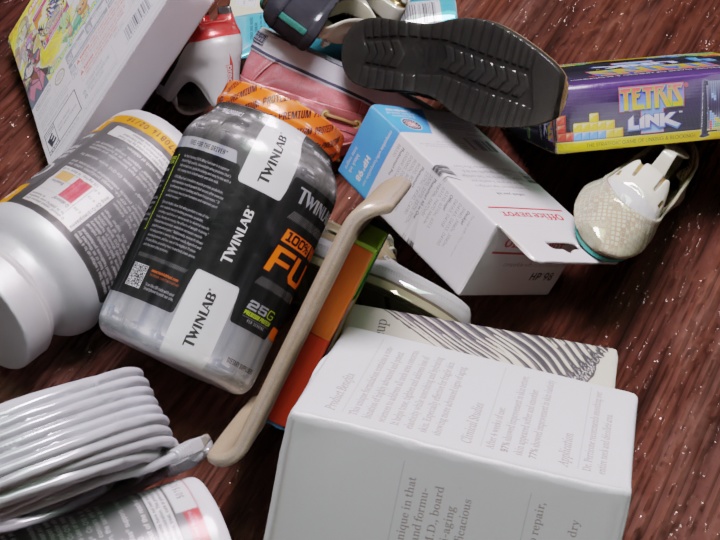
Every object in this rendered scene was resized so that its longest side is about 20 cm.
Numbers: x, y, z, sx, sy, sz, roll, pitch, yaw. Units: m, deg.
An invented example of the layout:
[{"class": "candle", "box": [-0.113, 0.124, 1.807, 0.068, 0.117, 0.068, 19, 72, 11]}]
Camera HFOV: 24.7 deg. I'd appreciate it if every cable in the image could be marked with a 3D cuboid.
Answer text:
[{"class": "cable", "box": [-0.214, 0.124, 1.028, 0.200, 0.199, 0.070, -2, 68, -63]}]

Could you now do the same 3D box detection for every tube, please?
[{"class": "tube", "box": [-0.015, -0.207, 1.425, 0.198, 0.051, 0.078, -3, 29, -2]}]

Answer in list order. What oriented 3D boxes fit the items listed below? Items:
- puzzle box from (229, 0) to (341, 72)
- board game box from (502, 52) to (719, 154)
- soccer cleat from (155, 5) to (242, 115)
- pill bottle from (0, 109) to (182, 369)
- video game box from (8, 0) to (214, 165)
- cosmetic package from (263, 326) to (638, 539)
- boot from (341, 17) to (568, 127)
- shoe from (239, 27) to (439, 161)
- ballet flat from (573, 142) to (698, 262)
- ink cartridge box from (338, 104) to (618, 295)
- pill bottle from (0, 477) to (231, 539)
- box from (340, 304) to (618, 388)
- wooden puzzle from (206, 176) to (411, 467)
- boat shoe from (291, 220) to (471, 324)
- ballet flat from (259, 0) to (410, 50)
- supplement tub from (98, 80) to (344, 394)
[{"class": "puzzle box", "box": [-0.051, -0.250, 1.510, 0.132, 0.026, 0.201, 5, 46, 0]}, {"class": "board game box", "box": [0.229, -0.141, 1.352, 0.198, 0.057, 0.165, -6, 11, -10]}, {"class": "soccer cleat", "box": [-0.156, -0.172, 1.375, 0.068, 0.086, 0.199, -12, 10, -32]}, {"class": "pill bottle", "box": [-0.210, -0.024, 1.223, 0.116, 0.117, 0.200, 30, 51, 23]}, {"class": "video game box", "box": [-0.210, -0.204, 1.347, 0.047, 0.200, 0.183, 14, 37, -40]}, {"class": "cosmetic package", "box": [0.055, 0.153, 1.004, 0.198, 0.168, 0.167, 13, 18, 8]}, {"class": "boot", "box": [0.103, -0.159, 1.303, 0.199, 0.078, 0.138, 23, 14, 35]}, {"class": "shoe", "box": [-0.014, -0.120, 1.366, 0.199, 0.092, 0.072, 23, 11, -18]}, {"class": "ballet flat", "box": [0.218, -0.066, 1.283, 0.067, 0.063, 0.200, 36, 29, 8]}, {"class": "ink cartridge box", "box": [0.089, -0.042, 1.265, 0.115, 0.067, 0.200, 1, 37, -47]}, {"class": "pill bottle", "box": [-0.178, 0.208, 1.008, 0.198, 0.114, 0.114, -15, 49, -18]}, {"class": "box", "box": [0.079, 0.088, 1.170, 0.198, 0.069, 0.083, 9, 48, 4]}, {"class": "wooden puzzle", "box": [-0.025, 0.032, 1.095, 0.037, 0.201, 0.185, 31, 10, 1]}, {"class": "boat shoe", "box": [0.000, 0.000, 1.244, 0.199, 0.075, 0.069, 23, 55, 18]}, {"class": "ballet flat", "box": [-0.004, -0.222, 1.356, 0.073, 0.074, 0.200, 30, 34, 22]}, {"class": "supplement tub", "box": [-0.094, -0.024, 1.173, 0.122, 0.123, 0.201, 22, 83, 16]}]
